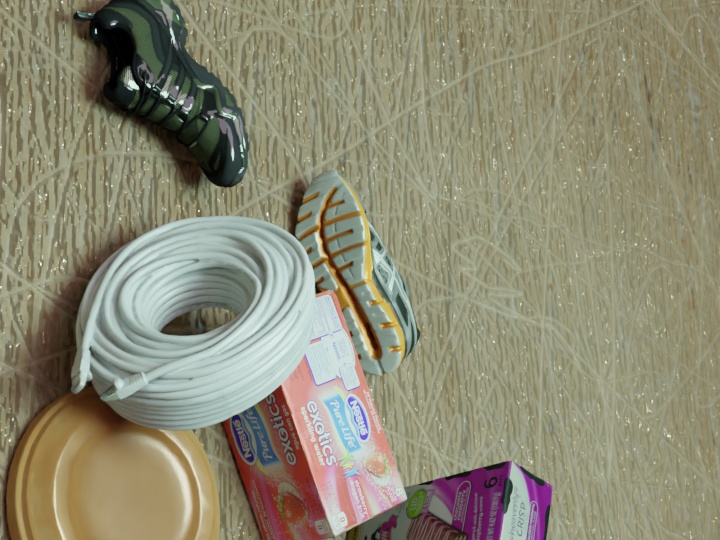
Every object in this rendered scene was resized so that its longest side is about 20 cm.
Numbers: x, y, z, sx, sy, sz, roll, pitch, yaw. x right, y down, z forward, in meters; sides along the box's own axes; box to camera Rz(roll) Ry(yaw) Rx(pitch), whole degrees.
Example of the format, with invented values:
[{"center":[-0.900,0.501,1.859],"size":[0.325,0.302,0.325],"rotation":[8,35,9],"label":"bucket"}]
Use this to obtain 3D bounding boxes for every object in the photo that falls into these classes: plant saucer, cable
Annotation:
[{"center":[-0.190,0.188,1.225],"size":[0.199,0.037,0.202],"rotation":[17,64,-38],"label":"plant saucer"},{"center":[-0.132,0.039,1.230],"size":[0.201,0.198,0.070],"rotation":[-100,179,-49],"label":"cable"}]

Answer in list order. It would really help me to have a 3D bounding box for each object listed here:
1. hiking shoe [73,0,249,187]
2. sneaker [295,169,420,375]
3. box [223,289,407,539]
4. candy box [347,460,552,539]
[{"center":[-0.179,-0.153,1.351],"size":[0.100,0.076,0.201],"rotation":[-29,86,-37],"label":"hiking shoe"},{"center":[0.000,0.000,1.460],"size":[0.077,0.078,0.201],"rotation":[-20,92,-59],"label":"sneaker"},{"center":[-0.052,0.131,1.336],"size":[0.102,0.094,0.201],"rotation":[-18,88,-45],"label":"box"},{"center":[0.068,0.255,1.328],"size":[0.061,0.199,0.137],"rotation":[33,53,-30],"label":"candy box"}]
